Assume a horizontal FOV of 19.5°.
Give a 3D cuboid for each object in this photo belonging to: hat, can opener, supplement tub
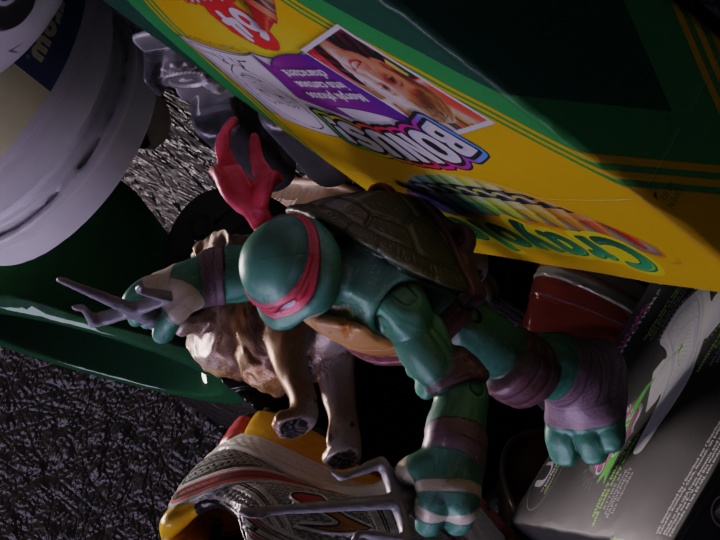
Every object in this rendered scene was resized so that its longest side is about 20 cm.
[{"bbox_3d":[-0.126,-0.043,1.070,0.198,0.177,0.166,14,168,3],"label":"hat"},{"bbox_3d":[-0.042,-0.083,0.834,0.053,0.068,0.200,-4,170,9],"label":"can opener"},{"bbox_3d":[-0.196,-0.104,0.876,0.200,0.146,0.145,38,168,-37],"label":"supplement tub"}]

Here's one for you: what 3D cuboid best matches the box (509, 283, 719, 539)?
[{"bbox_3d":[0.166,0.085,0.774,0.148,0.125,0.200,34,171,-7],"label":"box"}]

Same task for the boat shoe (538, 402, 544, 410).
[{"bbox_3d":[0.121,0.116,1.126,0.200,0.070,0.066,46,178,30],"label":"boat shoe"}]

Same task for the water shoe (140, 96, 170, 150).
[{"bbox_3d":[-0.178,-0.102,1.031,0.071,0.079,0.200,21,166,48],"label":"water shoe"}]

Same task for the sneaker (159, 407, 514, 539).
[{"bbox_3d":[-0.005,0.129,0.900,0.199,0.082,0.078,15,133,41],"label":"sneaker"}]

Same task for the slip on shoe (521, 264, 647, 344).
[{"bbox_3d":[0.150,0.066,0.923,0.199,0.062,0.074,33,169,-15],"label":"slip on shoe"}]

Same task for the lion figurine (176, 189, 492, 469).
[{"bbox_3d":[0.000,0.000,0.887,0.072,0.199,0.123,29,-143,-42],"label":"lion figurine"}]

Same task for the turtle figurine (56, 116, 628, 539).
[{"bbox_3d":[0.004,0.022,0.704,0.150,0.101,0.199,42,-164,35],"label":"turtle figurine"}]

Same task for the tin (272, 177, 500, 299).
[{"bbox_3d":[-0.001,-0.005,1.109,0.112,0.042,0.200,31,171,-21],"label":"tin"}]

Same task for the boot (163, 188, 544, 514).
[{"bbox_3d":[0.004,0.049,1.027,0.211,0.079,0.158,47,-169,14],"label":"boot"}]

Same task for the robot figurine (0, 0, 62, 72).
[{"bbox_3d":[-0.187,-0.141,0.704,0.199,0.125,0.150,33,167,-18],"label":"robot figurine"}]

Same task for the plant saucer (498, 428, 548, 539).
[{"bbox_3d":[0.136,0.148,0.926,0.199,0.035,0.201,32,-161,-12],"label":"plant saucer"}]

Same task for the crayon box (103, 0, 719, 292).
[{"bbox_3d":[0.023,-0.065,0.654,0.172,0.059,0.200,36,170,-24],"label":"crayon box"}]
